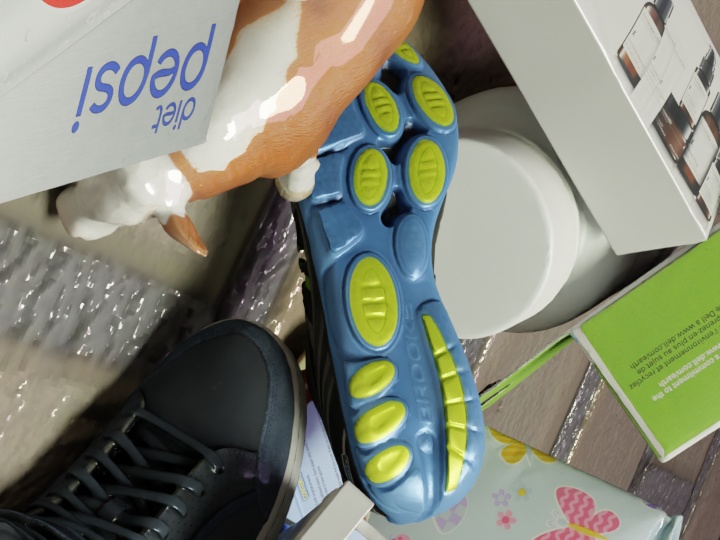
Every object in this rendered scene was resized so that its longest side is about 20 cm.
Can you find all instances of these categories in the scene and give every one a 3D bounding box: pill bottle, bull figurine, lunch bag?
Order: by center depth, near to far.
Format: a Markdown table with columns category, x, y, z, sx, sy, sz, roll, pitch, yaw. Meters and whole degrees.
| category | x | y | z | sx | sy | sz | roll | pitch | yaw |
| --- | --- | --- | --- | --- | --- | --- | --- | --- | --- |
| bull figurine | -0.021 | -0.082 | 0.682 | 0.200 | 0.065 | 0.121 | -53 | 175 | 1 |
| pill bottle | 0.082 | -0.032 | 0.949 | 0.200 | 0.114 | 0.114 | -24 | 133 | -63 |
| lunch bag | 0.053 | 0.188 | 1.031 | 0.200 | 0.170 | 0.127 | -61 | 162 | -13 |

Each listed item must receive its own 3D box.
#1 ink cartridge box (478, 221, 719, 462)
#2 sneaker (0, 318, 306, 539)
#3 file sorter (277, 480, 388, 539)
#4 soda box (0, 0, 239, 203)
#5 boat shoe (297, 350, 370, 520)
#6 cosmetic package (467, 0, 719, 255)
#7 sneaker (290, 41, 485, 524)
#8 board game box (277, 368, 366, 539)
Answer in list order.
| category | x | y | z | sx | sy | sz | roll | pitch | yaw |
| --- | --- | --- | --- | --- | --- | --- | --- | --- | --- |
| ink cartridge box | 0.135 | 0.048 | 0.947 | 0.200 | 0.076 | 0.148 | -38 | 173 | 19 |
| sneaker | -0.089 | 0.086 | 0.694 | 0.202 | 0.077 | 0.146 | -59 | 162 | -17 |
| file sorter | -0.032 | 0.200 | 0.735 | 0.200 | 0.125 | 0.139 | -50 | 180 | -18 |
| soda box | -0.105 | -0.058 | 0.514 | 0.200 | 0.063 | 0.068 | -25 | 134 | -62 |
| boat shoe | -0.016 | 0.119 | 0.936 | 0.073 | 0.063 | 0.200 | -40 | 146 | -51 |
| cosmetic package | 0.096 | -0.109 | 0.842 | 0.200 | 0.051 | 0.083 | 56 | 42 | -29 |
| sneaker | 0.000 | 0.000 | 0.782 | 0.083 | 0.071 | 0.200 | 143 | -57 | -65 |
| board game box | -0.040 | 0.139 | 0.861 | 0.103 | 0.019 | 0.200 | -35 | 138 | -20 |
